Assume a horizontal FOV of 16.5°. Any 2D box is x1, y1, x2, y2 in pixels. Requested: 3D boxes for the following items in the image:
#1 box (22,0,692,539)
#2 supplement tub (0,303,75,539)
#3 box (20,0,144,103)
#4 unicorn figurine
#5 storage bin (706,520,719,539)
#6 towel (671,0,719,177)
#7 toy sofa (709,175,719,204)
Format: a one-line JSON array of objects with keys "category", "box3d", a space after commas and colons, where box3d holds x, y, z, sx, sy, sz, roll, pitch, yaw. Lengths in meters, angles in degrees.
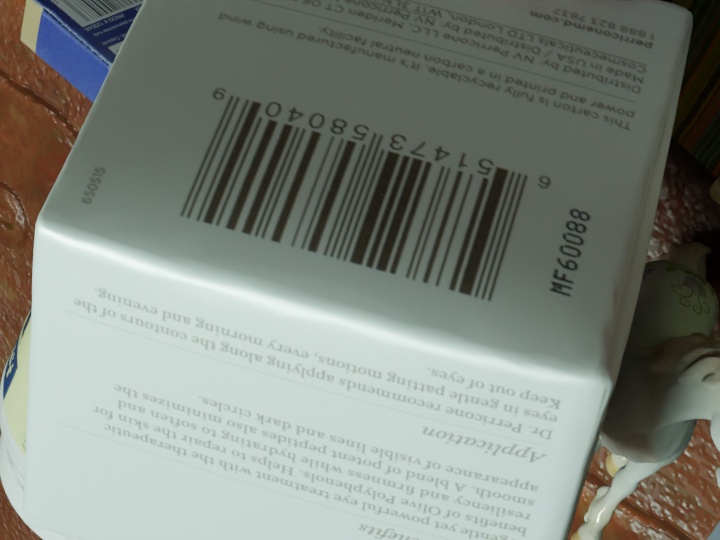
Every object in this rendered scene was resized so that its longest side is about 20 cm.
[{"category": "box", "box3d": [0.000, 0.000, 0.910, 0.198, 0.201, 0.172, 15, 136, 5]}, {"category": "supplement tub", "box3d": [-0.101, 0.047, 1.259, 0.145, 0.145, 0.200, 48, 138, 17]}, {"category": "box", "box3d": [-0.048, -0.080, 1.150, 0.200, 0.121, 0.033, 39, 134, 26]}, {"category": "unicorn figurine", "box3d": [0.120, 0.054, 1.007, 0.074, 0.201, 0.138, 22, 126, -19]}, {"category": "storage bin", "box3d": [0.210, 0.157, 0.945, 0.134, 0.146, 0.200, 38, 171, -7]}, {"category": "towel", "box3d": [0.192, -0.038, 0.996, 0.200, 0.018, 0.086, 45, 138, 20]}, {"category": "toy sofa", "box3d": [0.236, -0.008, 0.900, 0.200, 0.083, 0.098, 44, 128, 13]}]
